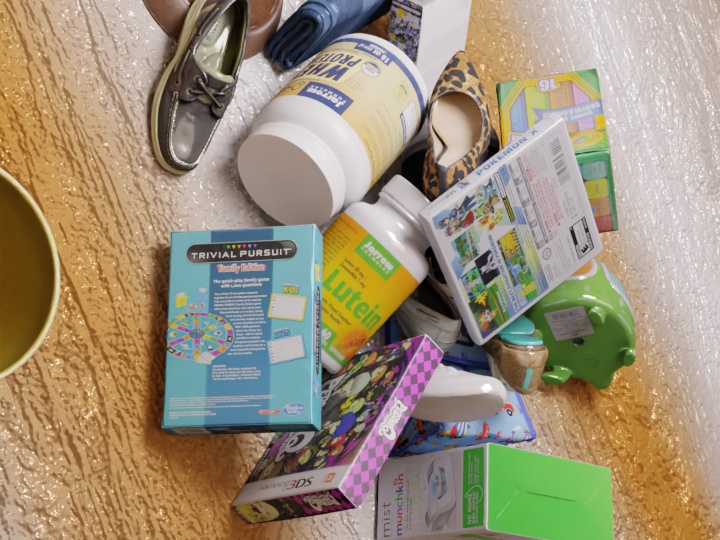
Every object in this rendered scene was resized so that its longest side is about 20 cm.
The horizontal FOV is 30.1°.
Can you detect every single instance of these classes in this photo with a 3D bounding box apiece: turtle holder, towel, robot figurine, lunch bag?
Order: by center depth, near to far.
[{"bbox_3d":[-0.017,-0.304,1.536,0.200,0.112,0.049,-37,91,-41],"label":"towel"},{"bbox_3d":[0.101,0.111,1.549,0.150,0.094,0.201,9,59,-37],"label":"lunch bag"},{"bbox_3d":[0.114,-0.089,1.571,0.124,0.150,0.201,6,70,-31],"label":"robot figurine"},{"bbox_3d":[0.288,0.064,1.676,0.185,0.141,0.132,32,41,-20],"label":"turtle holder"}]

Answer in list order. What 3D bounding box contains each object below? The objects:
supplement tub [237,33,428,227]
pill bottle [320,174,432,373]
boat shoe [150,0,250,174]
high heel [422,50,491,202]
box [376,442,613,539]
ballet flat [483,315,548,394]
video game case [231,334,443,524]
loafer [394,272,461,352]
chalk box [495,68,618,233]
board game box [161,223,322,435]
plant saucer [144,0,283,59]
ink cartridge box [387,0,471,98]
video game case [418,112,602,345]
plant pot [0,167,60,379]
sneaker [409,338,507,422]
[{"bbox_3d":[-0.030,-0.151,1.459,0.145,0.144,0.200,53,50,-16],"label":"supplement tub"},{"bbox_3d":[0.000,0.000,1.404,0.200,0.111,0.111,-47,113,-2],"label":"pill bottle"},{"bbox_3d":[-0.163,-0.200,1.392,0.072,0.066,0.202,22,76,-32],"label":"boat shoe"},{"bbox_3d":[0.101,-0.158,1.418,0.143,0.071,0.201,65,29,-75],"label":"high heel"},{"bbox_3d":[0.147,0.261,1.469,0.199,0.176,0.097,16,68,-36],"label":"box"},{"bbox_3d":[0.171,0.097,1.496,0.067,0.200,0.073,2,98,-5],"label":"ballet flat"},{"bbox_3d":[-0.023,0.161,1.349,0.036,0.181,0.200,47,53,-20],"label":"video game case"},{"bbox_3d":[0.045,0.003,1.490,0.070,0.070,0.200,-24,66,-40],"label":"loafer"},{"bbox_3d":[0.227,-0.117,1.532,0.201,0.123,0.125,-89,168,-45],"label":"chalk box"},{"bbox_3d":[-0.115,0.059,1.327,0.047,0.150,0.201,61,28,-71],"label":"board game box"},{"bbox_3d":[-0.158,-0.331,1.477,0.199,0.034,0.202,12,71,-38],"label":"plant saucer"},{"bbox_3d":[0.076,-0.253,1.605,0.109,0.050,0.201,-37,146,-41],"label":"ink cartridge box"},{"bbox_3d":[0.163,-0.040,1.412,0.182,0.022,0.200,-37,133,-11],"label":"video game case"},{"bbox_3d":[-0.373,0.011,1.117,0.199,0.142,0.201,12,70,-38],"label":"plant pot"},{"bbox_3d":[0.066,0.113,1.428,0.075,0.199,0.089,42,52,-45],"label":"sneaker"}]
